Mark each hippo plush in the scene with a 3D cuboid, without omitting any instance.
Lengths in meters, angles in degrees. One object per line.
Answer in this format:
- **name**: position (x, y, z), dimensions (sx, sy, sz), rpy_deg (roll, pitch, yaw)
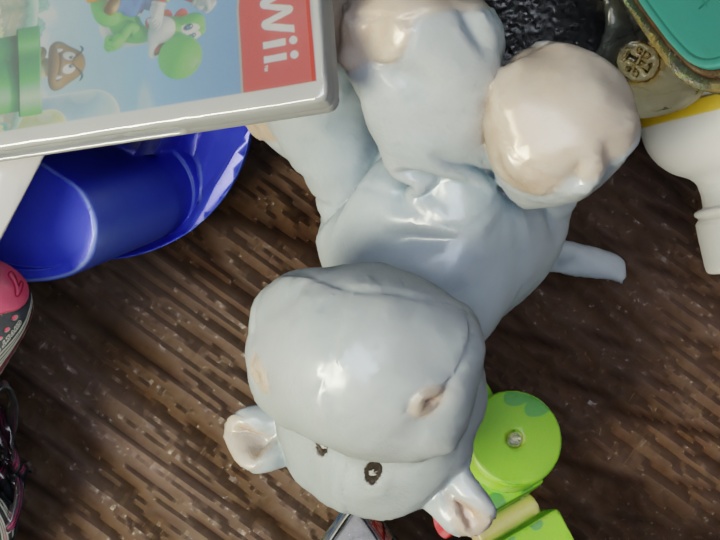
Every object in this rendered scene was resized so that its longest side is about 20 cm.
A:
- **hippo plush**: position (0.000, 0.000, 0.737), dimensions (0.159, 0.200, 0.161), rpy_deg (23, 72, 12)

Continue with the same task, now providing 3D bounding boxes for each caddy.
- **caddy**: position (-0.139, -0.083, 0.803), dimensions (0.200, 0.105, 0.141), rpy_deg (30, 109, 8)

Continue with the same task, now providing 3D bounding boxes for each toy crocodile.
- **toy crocodile**: position (0.061, 0.111, 0.810), dimensions (0.062, 0.068, 0.200), rpy_deg (-26, 83, -17)

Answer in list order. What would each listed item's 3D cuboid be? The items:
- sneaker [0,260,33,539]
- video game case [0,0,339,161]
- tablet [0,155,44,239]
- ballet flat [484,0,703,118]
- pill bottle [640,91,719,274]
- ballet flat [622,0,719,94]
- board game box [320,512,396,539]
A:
- **sneaker**: position (-0.160, 0.070, 0.792), dimensions (0.075, 0.081, 0.200), rpy_deg (16, 132, -14)
- **video game case**: position (-0.109, -0.110, 0.696), dimensions (0.200, 0.017, 0.143), rpy_deg (-7, 78, 14)
- **tablet**: position (-0.187, -0.030, 0.720), dimensions (0.130, 0.014, 0.200), rpy_deg (25, 83, 9)
- **ballet flat**: position (0.034, -0.104, 0.732), dimensions (0.200, 0.057, 0.066), rpy_deg (25, 106, -6)
- **pill bottle**: position (0.156, -0.104, 0.795), dimensions (0.112, 0.112, 0.200), rpy_deg (-12, 91, 1)
- **ballet flat**: position (0.096, -0.141, 0.719), dimensions (0.071, 0.071, 0.200), rpy_deg (-31, 68, 1)
- **board game box**: position (-0.012, 0.202, 0.827), dimensions (0.200, 0.062, 0.200), rpy_deg (-21, 90, 1)
